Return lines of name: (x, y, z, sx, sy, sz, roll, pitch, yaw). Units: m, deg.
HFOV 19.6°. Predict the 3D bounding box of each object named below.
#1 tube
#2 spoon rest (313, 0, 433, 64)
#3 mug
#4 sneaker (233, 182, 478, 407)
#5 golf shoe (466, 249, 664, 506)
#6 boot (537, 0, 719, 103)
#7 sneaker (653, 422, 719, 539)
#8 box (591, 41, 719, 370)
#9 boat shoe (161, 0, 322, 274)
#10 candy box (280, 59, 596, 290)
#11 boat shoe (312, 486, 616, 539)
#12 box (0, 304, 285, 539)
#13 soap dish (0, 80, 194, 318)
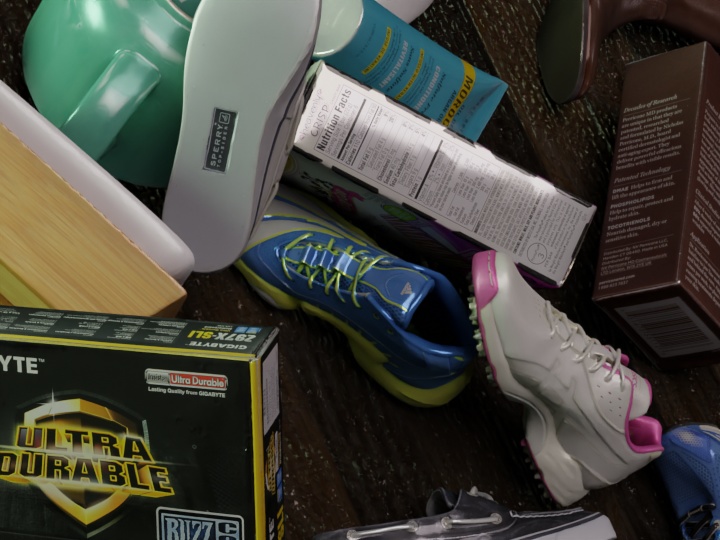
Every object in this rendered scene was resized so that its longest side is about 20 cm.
tube: (0.029, -0.124, 1.344, 0.050, 0.078, 0.200, 38, 5, 36)
spoon rest: (0.003, -0.190, 1.437, 0.099, 0.061, 0.201, 30, 43, -11)
mug: (-0.118, -0.133, 1.284, 0.151, 0.114, 0.186, 14, 50, -30)
sneaker: (0.000, 0.000, 1.299, 0.199, 0.105, 0.076, 38, 65, -4)
golf shoe: (0.127, 0.058, 1.290, 0.076, 0.091, 0.201, -89, 157, -49)
boot: (0.231, -0.178, 1.533, 0.198, 0.064, 0.188, 18, 61, -22)
sneaker: (0.240, 0.192, 1.338, 0.089, 0.079, 0.201, -19, 75, -34)
box: (0.222, -0.045, 1.429, 0.100, 0.074, 0.202, 42, 49, -39)
boat shoe: (-0.065, -0.097, 1.212, 0.071, 0.066, 0.202, 12, 97, 7)
candy box: (0.034, -0.055, 1.322, 0.199, 0.136, 0.061, 28, 82, -10)
boat shoe: (0.064, 0.164, 1.276, 0.198, 0.072, 0.068, -11, 72, -22)
box: (-0.139, 0.104, 1.107, 0.198, 0.161, 0.049, 5, 22, 14)
soap dish: (-0.194, -0.024, 1.199, 0.200, 0.157, 0.081, 42, 72, -1)
